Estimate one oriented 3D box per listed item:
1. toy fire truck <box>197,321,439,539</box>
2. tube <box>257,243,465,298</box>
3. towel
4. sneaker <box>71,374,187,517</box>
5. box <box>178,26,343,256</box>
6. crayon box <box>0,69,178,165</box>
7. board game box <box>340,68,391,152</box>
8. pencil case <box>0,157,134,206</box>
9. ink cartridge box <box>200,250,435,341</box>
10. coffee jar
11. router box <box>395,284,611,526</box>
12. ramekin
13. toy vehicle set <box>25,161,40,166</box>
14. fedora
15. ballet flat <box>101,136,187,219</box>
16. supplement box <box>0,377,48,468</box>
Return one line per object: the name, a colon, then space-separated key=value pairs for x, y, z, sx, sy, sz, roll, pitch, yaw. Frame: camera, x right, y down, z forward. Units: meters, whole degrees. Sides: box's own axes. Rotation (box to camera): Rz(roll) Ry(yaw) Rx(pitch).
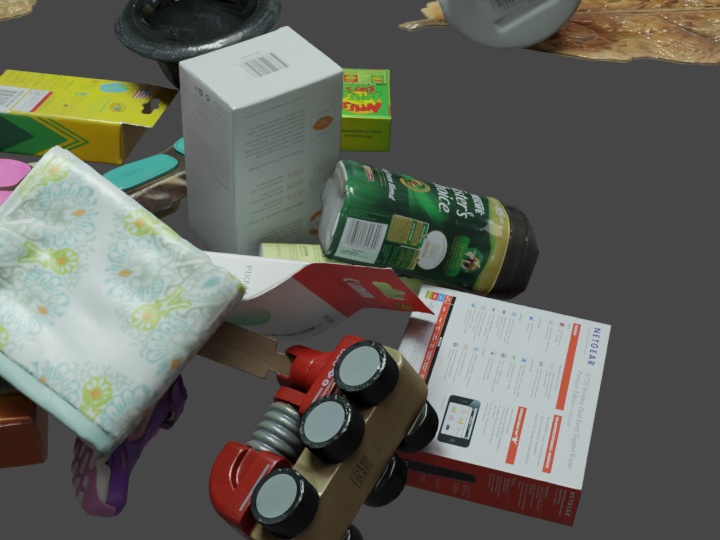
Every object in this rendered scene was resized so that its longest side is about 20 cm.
toy fire truck: x=-0.070 y=0.118 z=0.961 sx=0.199 sy=0.129 sz=0.177 roll=15 pitch=65 yaw=43
tube: x=0.000 y=0.000 z=1.176 sx=0.198 sy=0.052 sz=0.058 roll=2 pitch=79 yaw=-13
towel: x=-0.217 y=0.020 z=0.947 sx=0.200 sy=0.048 sz=0.171 roll=37 pitch=78 yaw=10
sneaker: x=-0.187 y=0.116 z=1.015 sx=0.088 sy=0.081 sz=0.201 roll=18 pitch=42 yaw=-21
box: x=-0.095 y=-0.113 z=1.180 sx=0.124 sy=0.201 sz=0.097 roll=-24 pitch=48 yaw=-29
crayon box: x=-0.308 y=-0.166 z=1.322 sx=0.198 sy=0.051 sz=0.127 roll=6 pitch=27 yaw=4
board game box: x=-0.066 y=-0.184 z=1.380 sx=0.198 sy=0.048 sz=0.102 roll=1 pitch=41 yaw=-1
pencil case: x=-0.300 y=-0.056 z=1.149 sx=0.199 sy=0.091 sz=0.094 roll=20 pitch=37 yaw=15
ink cartridge box: x=-0.052 y=0.029 z=1.037 sx=0.199 sy=0.161 sz=0.050 roll=8 pitch=78 yaw=18
coffee jar: x=0.064 y=-0.037 z=1.142 sx=0.199 sy=0.086 sz=0.104 roll=14 pitch=21 yaw=-14
router box: x=0.114 y=0.110 z=1.055 sx=0.178 sy=0.049 sz=0.201 roll=13 pitch=42 yaw=11
ramekin: x=0.181 y=-0.368 z=1.500 sx=0.199 sy=0.201 sz=0.098 roll=-2 pitch=48 yaw=-6
toy vehicle set: x=-0.341 y=-0.035 z=1.206 sx=0.123 sy=0.027 sz=0.200 roll=-11 pitch=43 yaw=-16
fedora: x=-0.172 y=-0.254 z=1.350 sx=0.199 sy=0.092 sz=0.201 roll=-7 pitch=41 yaw=6
ballet flat: x=-0.183 y=-0.096 z=1.257 sx=0.199 sy=0.068 sz=0.068 roll=-25 pitch=42 yaw=-30
supplement box: x=-0.304 y=0.067 z=1.043 sx=0.068 sy=0.067 sz=0.201 roll=-5 pitch=50 yaw=-6
